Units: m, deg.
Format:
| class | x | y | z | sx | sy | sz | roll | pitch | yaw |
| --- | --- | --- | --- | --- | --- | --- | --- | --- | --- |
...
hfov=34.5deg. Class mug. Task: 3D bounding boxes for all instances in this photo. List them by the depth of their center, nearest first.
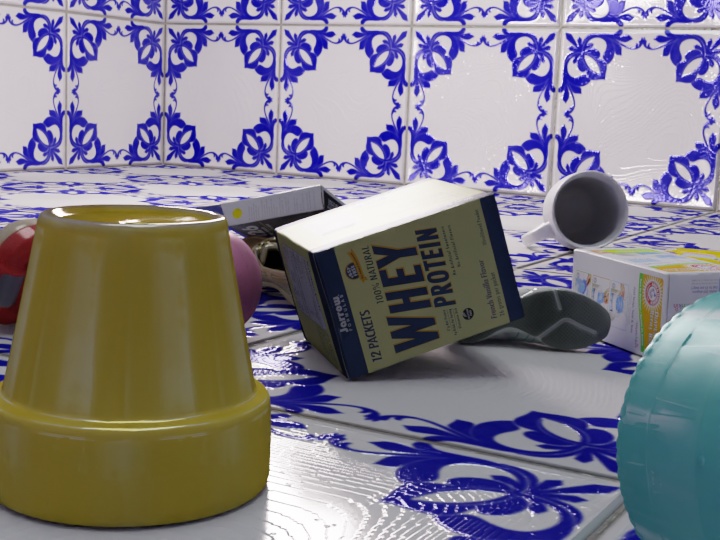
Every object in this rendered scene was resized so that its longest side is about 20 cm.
| class | x | y | z | sx | sy | sz | roll | pitch | yaw |
| --- | --- | --- | --- | --- | --- | --- | --- | --- | --- |
| mug | 0.401 | -0.101 | 2.236 | 0.199 | 0.148 | 0.175 | -28 | 1 | -1 |

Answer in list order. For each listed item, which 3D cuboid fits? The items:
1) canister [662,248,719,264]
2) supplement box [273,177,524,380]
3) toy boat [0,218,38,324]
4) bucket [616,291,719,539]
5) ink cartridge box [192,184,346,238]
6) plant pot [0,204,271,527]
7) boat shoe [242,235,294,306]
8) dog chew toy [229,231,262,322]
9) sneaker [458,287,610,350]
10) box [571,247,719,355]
| class | x | y | z | sx | sy | sz | roll | pitch | yaw |
| --- | --- | --- | --- | --- | --- | --- | --- | --- | --- |
| canister | 0.450 | 0.018 | 1.579 | 0.148 | 0.087 | 0.200 | 7 | 8 | 25 |
| supplement box | 0.034 | 0.000 | 1.228 | 0.199 | 0.135 | 0.200 | -19 | 13 | -12 |
| toy boat | -0.332 | 0.017 | 1.332 | 0.131 | 0.131 | 0.199 | 41 | 28 | 24 |
| bucket | 0.246 | 0.100 | 0.613 | 0.206 | 0.209 | 0.135 | -1 | 4 | -23 |
| ink cartridge box | -0.107 | -0.061 | 1.659 | 0.199 | 0.047 | 0.198 | -10 | -16 | 19 |
| plant pot | -0.158 | 0.054 | 0.809 | 0.199 | 0.190 | 0.201 | 3 | 9 | -1 |
| boat shoe | -0.113 | -0.014 | 1.549 | 0.072 | 0.065 | 0.200 | -34 | 35 | -17 |
| dog chew toy | -0.195 | 0.026 | 1.245 | 0.124 | 0.126 | 0.200 | 7 | 17 | 29 |
| sneaker | 0.190 | 0.049 | 1.346 | 0.199 | 0.071 | 0.080 | 3 | 6 | 9 |
| box | 0.346 | 0.036 | 1.363 | 0.112 | 0.102 | 0.200 | -1 | 9 | -20 |
